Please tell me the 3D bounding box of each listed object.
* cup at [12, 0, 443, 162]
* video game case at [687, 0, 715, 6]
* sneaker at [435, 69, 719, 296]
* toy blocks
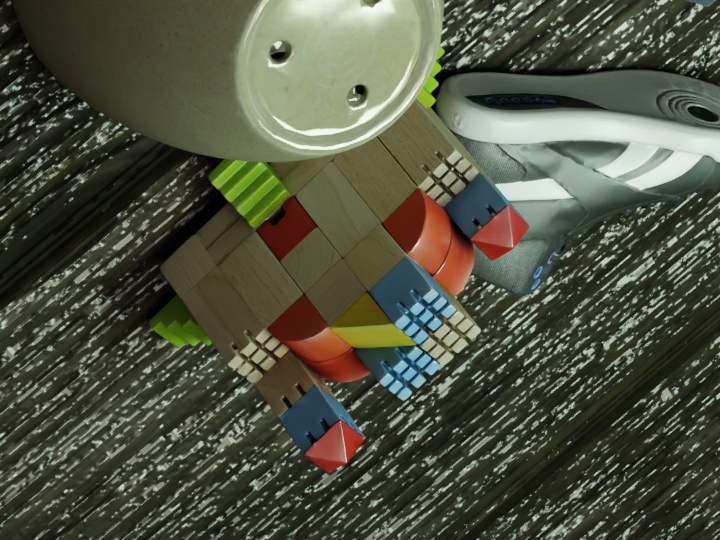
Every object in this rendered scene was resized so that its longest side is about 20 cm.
[{"bbox_3d":[-0.041,-0.127,1.358,0.199,0.143,0.201,-15,125,-23],"label":"cup"},{"bbox_3d":[0.074,-0.203,1.389,0.199,0.144,0.019,12,140,-35],"label":"video game case"},{"bbox_3d":[0.118,-0.041,1.562,0.199,0.073,0.112,3,120,-23],"label":"sneaker"},{"bbox_3d":[0.000,0.000,1.449,0.200,0.137,0.100,-43,142,5],"label":"toy blocks"}]
